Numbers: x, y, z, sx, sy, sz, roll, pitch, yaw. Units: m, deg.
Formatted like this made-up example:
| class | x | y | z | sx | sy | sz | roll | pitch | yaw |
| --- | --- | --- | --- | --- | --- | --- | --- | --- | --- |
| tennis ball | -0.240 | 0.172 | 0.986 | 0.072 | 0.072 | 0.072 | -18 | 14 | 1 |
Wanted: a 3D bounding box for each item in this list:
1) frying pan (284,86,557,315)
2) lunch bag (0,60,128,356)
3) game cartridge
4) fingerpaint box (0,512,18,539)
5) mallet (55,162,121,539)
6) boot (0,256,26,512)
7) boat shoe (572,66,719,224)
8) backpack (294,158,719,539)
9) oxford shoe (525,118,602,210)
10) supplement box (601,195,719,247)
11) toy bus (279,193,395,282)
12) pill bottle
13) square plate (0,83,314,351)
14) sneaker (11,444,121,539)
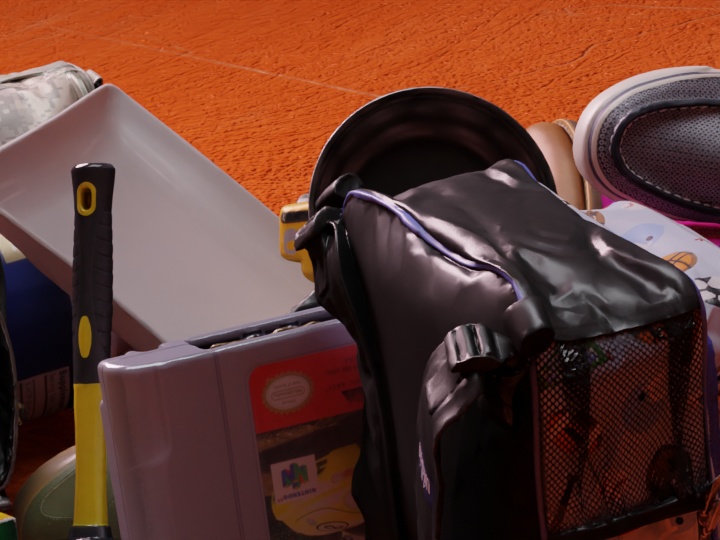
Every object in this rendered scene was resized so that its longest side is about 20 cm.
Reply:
| class | x | y | z | sx | sy | sz | roll | pitch | yaw |
| --- | --- | --- | --- | --- | --- | --- | --- | --- | --- |
| frying pan | 0.016 | 0.007 | 1.217 | 0.115 | 0.190 | 0.031 | 27 | -13 | -1 |
| lunch bag | -0.232 | -0.023 | 1.510 | 0.200 | 0.168 | 0.139 | -13 | 16 | -22 |
| game cartridge | -0.002 | 0.080 | 1.094 | 0.200 | 0.133 | 0.041 | -13 | 16 | -22 |
| fingerpaint box | -0.261 | 0.144 | 1.083 | 0.200 | 0.073 | 0.167 | -18 | 20 | -39 |
| mallet | -0.122 | 0.056 | 1.139 | 0.066 | 0.200 | 0.041 | -11 | -11 | 21 |
| boot | -0.185 | 0.019 | 1.233 | 0.069 | 0.200 | 0.174 | -13 | -8 | -12 |
| boat shoe | 0.202 | -0.049 | 1.215 | 0.200 | 0.075 | 0.093 | 3 | 8 | -15 |
| backpack | 0.070 | 0.067 | 1.009 | 0.154 | 0.191 | 0.200 | -5 | 19 | -17 |
| oxford shoe | 0.069 | 0.003 | 1.268 | 0.071 | 0.071 | 0.200 | 18 | 54 | -10 |
| supplement box | 0.159 | 0.019 | 1.294 | 0.101 | 0.103 | 0.200 | 4 | 16 | -2 |
| toy bus | 0.034 | 0.005 | 1.338 | 0.065 | 0.078 | 0.200 | -3 | -5 | 28 |
| pill bottle | -0.191 | 0.022 | 1.393 | 0.200 | 0.120 | 0.120 | -18 | 18 | -20 |
| square plate | -0.086 | -0.001 | 1.313 | 0.198 | 0.028 | 0.200 | 40 | 23 | 2 |
| sneaker | -0.048 | 0.101 | 1.159 | 0.200 | 0.067 | 0.090 | -7 | 12 | -8 |
